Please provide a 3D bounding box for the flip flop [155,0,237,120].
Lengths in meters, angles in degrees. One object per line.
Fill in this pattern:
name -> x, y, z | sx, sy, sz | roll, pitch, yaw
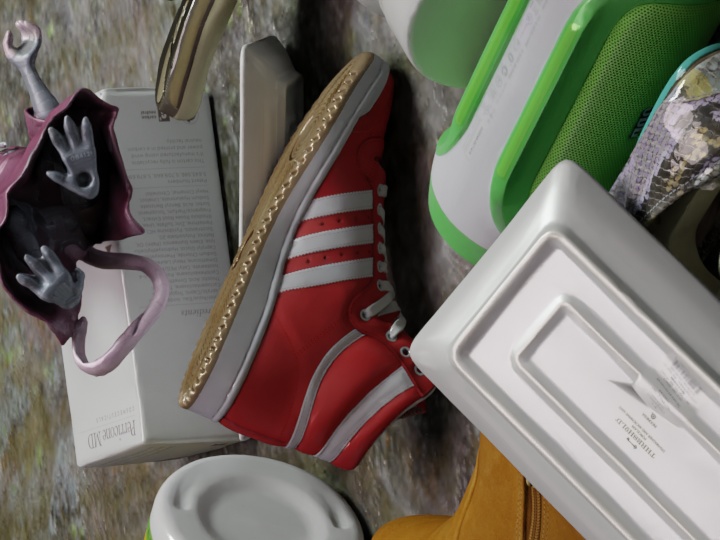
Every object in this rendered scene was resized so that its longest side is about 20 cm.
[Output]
flip flop -> -0.048, -0.165, 1.426 | 0.081, 0.058, 0.200 | -106, 38, -77

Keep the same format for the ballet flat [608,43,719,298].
ballet flat -> 0.121, -0.004, 1.137 | 0.072, 0.072, 0.200 | 67, 148, 31

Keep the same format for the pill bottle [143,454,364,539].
pill bottle -> -0.073, 0.206, 1.470 | 0.111, 0.111, 0.200 | 54, 138, 45

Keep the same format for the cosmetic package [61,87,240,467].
cosmetic package -> -0.124, 0.006, 1.584 | 0.102, 0.074, 0.200 | -23, 72, 59

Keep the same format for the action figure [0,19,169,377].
action figure -> -0.174, -0.042, 1.533 | 0.149, 0.134, 0.200 | 48, 167, -18

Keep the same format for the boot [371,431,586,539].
boot -> 0.066, 0.093, 1.209 | 0.201, 0.071, 0.144 | 19, 130, 48

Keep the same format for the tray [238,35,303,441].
tray -> -0.045, -0.019, 1.449 | 0.107, 0.022, 0.200 | -55, -34, -80

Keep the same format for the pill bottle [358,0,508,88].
pill bottle -> 0.026, -0.182, 1.238 | 0.200, 0.113, 0.113 | 64, 144, 35

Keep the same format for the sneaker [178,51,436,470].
sneaker -> 0.000, 0.000, 1.369 | 0.200, 0.112, 0.071 | -66, 10, -14

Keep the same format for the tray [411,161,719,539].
tray -> 0.113, 0.062, 1.081 | 0.200, 0.022, 0.107 | 45, 110, 18

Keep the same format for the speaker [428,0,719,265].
speaker -> 0.094, -0.088, 1.152 | 0.089, 0.088, 0.200 | 64, 145, 35
